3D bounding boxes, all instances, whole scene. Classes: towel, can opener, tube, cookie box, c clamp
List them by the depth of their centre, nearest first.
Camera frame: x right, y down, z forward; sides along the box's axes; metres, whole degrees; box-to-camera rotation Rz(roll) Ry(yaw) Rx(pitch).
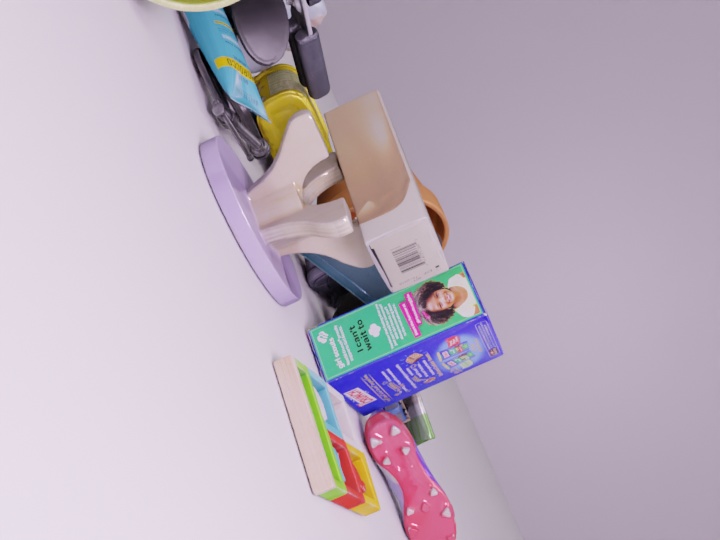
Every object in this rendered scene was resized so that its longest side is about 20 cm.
[{"bbox_3d":[-0.165,-0.259,1.064,0.077,0.050,0.201,17,40,-54],"label":"tube"},{"bbox_3d":[0.059,0.087,1.081,0.171,0.199,0.076,55,12,-64],"label":"cookie box"},{"bbox_3d":[-0.155,-0.188,1.108,0.172,0.027,0.200,61,6,7],"label":"c clamp"},{"bbox_3d":[-0.059,-0.309,1.155,0.053,0.067,0.200,55,-11,30],"label":"can opener"},{"bbox_3d":[0.062,0.178,1.422,0.149,0.031,0.201,103,-32,-75],"label":"towel"}]

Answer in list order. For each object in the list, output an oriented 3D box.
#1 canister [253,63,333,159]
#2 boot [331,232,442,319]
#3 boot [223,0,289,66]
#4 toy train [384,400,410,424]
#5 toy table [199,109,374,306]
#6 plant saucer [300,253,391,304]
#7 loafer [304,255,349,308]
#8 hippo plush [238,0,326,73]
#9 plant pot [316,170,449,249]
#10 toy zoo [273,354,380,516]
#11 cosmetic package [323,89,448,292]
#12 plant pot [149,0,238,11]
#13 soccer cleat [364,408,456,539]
[{"bbox_3d":[-0.097,-0.208,1.294,0.200,0.086,0.149,-109,174,-67],"label":"canister"},{"bbox_3d":[0.036,0.024,1.234,0.074,0.200,0.076,39,-11,18],"label":"boot"},{"bbox_3d":[-0.160,-0.330,1.175,0.201,0.069,0.174,68,-20,7],"label":"boot"},{"bbox_3d":[0.026,0.149,1.330,0.046,0.034,0.201,-82,148,-72],"label":"toy train"},{"bbox_3d":[-0.071,-0.067,0.951,0.184,0.116,0.201,-105,170,-51],"label":"toy table"},{"bbox_3d":[0.000,0.000,1.132,0.200,0.070,0.019,38,44,-6],"label":"plant saucer"},{"bbox_3d":[-0.030,0.003,1.253,0.063,0.072,0.200,64,8,20],"label":"loafer"},{"bbox_3d":[-0.124,-0.371,1.330,0.159,0.200,0.162,20,44,-24],"label":"hippo plush"},{"bbox_3d":[0.016,-0.087,1.318,0.200,0.199,0.141,58,13,-52],"label":"plant pot"},{"bbox_3d":[-0.026,0.171,0.893,0.200,0.020,0.132,53,15,-63],"label":"toy zoo"},{"bbox_3d":[0.026,-0.089,0.992,0.105,0.071,0.201,60,10,-51],"label":"cosmetic package"},{"bbox_3d":[-0.189,-0.393,0.931,0.201,0.200,0.184,61,-4,-36],"label":"plant pot"},{"bbox_3d":[0.063,0.263,1.120,0.201,0.066,0.076,63,3,-11],"label":"soccer cleat"}]
